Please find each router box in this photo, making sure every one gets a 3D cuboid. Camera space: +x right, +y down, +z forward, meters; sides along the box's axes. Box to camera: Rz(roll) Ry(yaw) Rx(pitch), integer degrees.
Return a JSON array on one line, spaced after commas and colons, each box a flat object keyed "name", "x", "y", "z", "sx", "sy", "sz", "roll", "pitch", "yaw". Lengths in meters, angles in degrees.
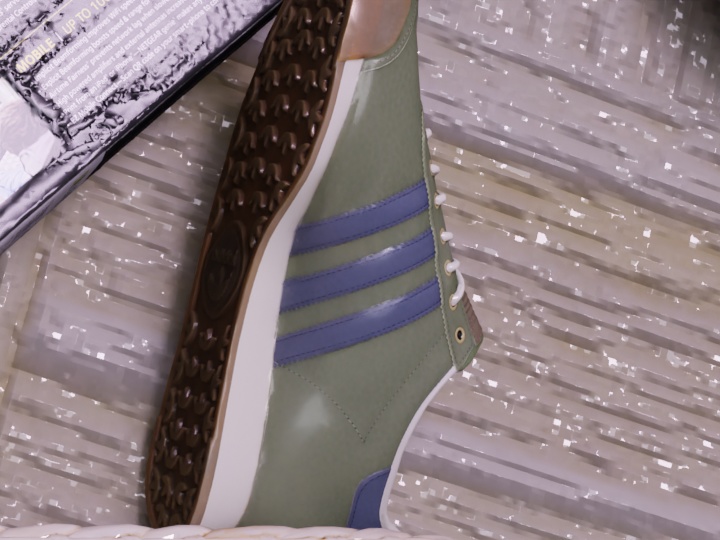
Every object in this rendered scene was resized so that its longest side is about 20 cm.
[{"name": "router box", "x": -0.113, "y": -0.106, "z": 0.894, "sx": 0.200, "sy": 0.051, "sz": 0.149, "roll": -42, "pitch": 93, "yaw": -23}]

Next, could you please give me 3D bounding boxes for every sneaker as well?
[{"name": "sneaker", "x": 0.000, "y": 0.000, "z": 0.895, "sx": 0.090, "sy": 0.067, "sz": 0.201, "roll": 15, "pitch": 93, "yaw": -26}]

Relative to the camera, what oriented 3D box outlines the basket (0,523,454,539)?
[{"name": "basket", "x": -0.075, "y": 0.175, "z": 0.791, "sx": 0.200, "sy": 0.161, "sz": 0.199, "roll": 3, "pitch": 77, "yaw": -22}]
